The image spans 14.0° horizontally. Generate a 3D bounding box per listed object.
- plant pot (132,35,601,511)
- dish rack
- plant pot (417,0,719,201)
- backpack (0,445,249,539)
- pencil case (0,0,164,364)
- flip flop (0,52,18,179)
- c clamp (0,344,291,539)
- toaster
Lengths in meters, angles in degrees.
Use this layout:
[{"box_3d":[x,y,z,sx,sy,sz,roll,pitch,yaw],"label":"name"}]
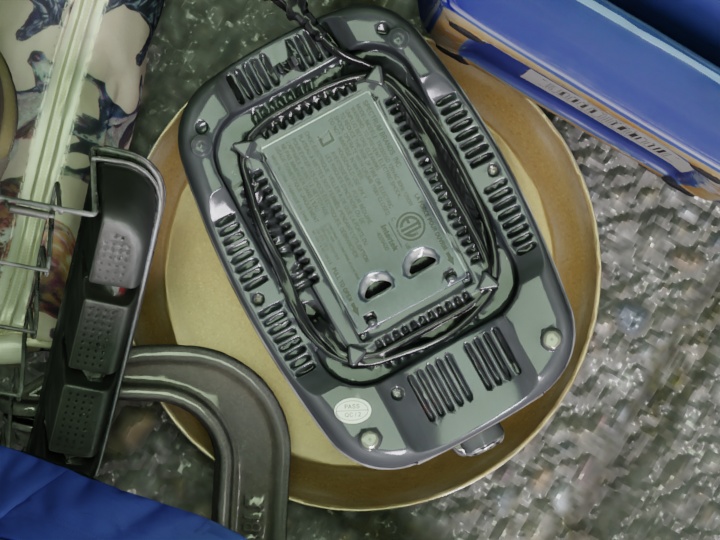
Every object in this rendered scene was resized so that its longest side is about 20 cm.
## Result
[{"box_3d":[0.000,0.000,1.226,0.199,0.027,0.201,0,85,-1],"label":"plant pot"},{"box_3d":[-0.182,0.017,1.111,0.199,0.055,0.154,10,114,-11],"label":"dish rack"},{"box_3d":[0.131,-0.136,1.150,0.200,0.200,0.180,30,89,-2],"label":"plant pot"},{"box_3d":[-0.115,0.168,1.037,0.200,0.168,0.163,10,130,32],"label":"backpack"},{"box_3d":[-0.126,-0.059,1.196,0.078,0.089,0.201,13,87,2],"label":"pencil case"},{"box_3d":[-0.203,-0.095,1.175,0.081,0.058,0.200,-50,61,30],"label":"flip flop"},{"box_3d":[-0.113,0.124,1.199,0.170,0.027,0.201,9,97,-1],"label":"c clamp"},{"box_3d":[0.000,-0.018,1.149,0.113,0.129,0.200,-30,88,-4],"label":"toaster"}]
